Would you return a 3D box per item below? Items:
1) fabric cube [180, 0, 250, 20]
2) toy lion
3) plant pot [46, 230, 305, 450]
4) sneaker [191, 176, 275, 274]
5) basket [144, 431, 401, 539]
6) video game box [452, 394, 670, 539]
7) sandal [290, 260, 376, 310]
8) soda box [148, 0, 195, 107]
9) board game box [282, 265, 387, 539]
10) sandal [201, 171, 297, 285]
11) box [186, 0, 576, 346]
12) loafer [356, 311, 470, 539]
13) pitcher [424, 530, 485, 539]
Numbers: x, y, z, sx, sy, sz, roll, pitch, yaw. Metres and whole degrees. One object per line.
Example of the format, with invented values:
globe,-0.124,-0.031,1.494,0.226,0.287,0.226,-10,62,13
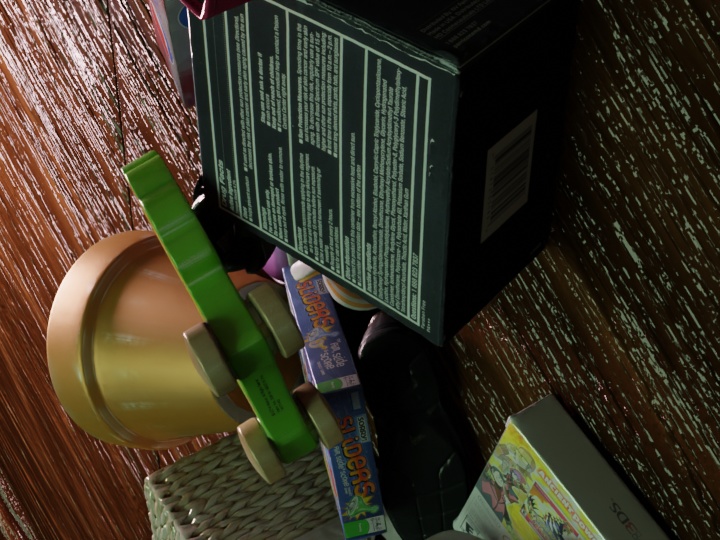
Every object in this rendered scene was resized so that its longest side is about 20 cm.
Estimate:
fabric cube,-0.047,-0.284,0.696,0.200,0.198,0.197,48,149,28
toy lion,-0.097,0.021,0.927,0.192,0.068,0.201,55,171,36
plant pot,-0.148,0.068,1.234,0.182,0.200,0.202,4,119,43
sneaker,-0.081,-0.046,1.038,0.077,0.111,0.200,45,165,-1
basket,-0.079,0.257,1.253,0.161,0.199,0.199,46,149,34
video game box,0.155,0.210,0.953,0.201,0.047,0.183,52,155,21
sandal,0.007,-0.004,1.003,0.060,0.079,0.207,61,162,0
soda box,-0.119,-0.201,0.994,0.200,0.063,0.071,96,152,-69
board game box,-0.023,0.098,1.091,0.200,0.034,0.137,-111,10,-60
sandal,-0.111,-0.076,1.168,0.082,0.050,0.204,15,128,59
box,0.009,-0.100,0.812,0.197,0.123,0.201,29,140,27
loafer,0.044,0.125,1.069,0.072,0.072,0.202,-90,-9,-68
pitcher,0.112,0.284,0.940,0.171,0.120,0.202,-13,92,51
